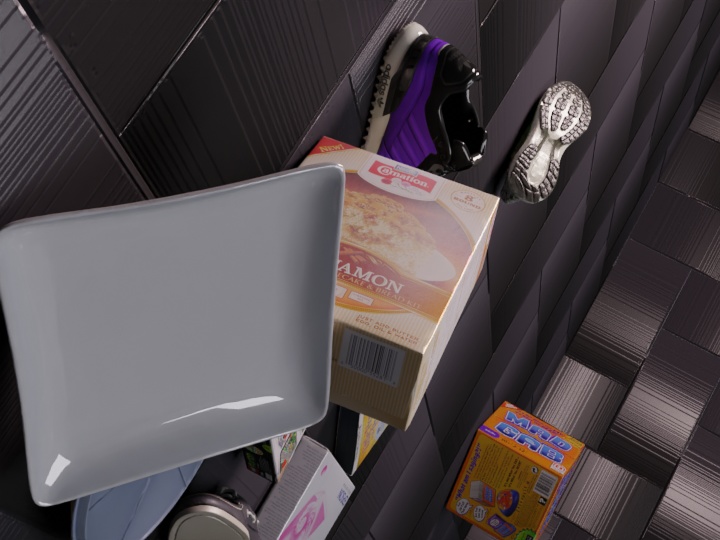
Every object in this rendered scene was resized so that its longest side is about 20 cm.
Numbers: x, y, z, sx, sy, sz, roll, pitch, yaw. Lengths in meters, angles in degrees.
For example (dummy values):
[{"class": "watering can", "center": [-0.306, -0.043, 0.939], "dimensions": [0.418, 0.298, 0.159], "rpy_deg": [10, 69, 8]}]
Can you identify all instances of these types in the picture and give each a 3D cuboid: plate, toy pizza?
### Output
[{"class": "plate", "center": [-0.107, 0.034, 0.633], "dimensions": [0.197, 0.032, 0.203], "rpy_deg": [-14, 129, -24]}, {"class": "toy pizza", "center": [-0.148, 0.112, 0.766], "dimensions": [0.202, 0.031, 0.201], "rpy_deg": [-58, 164, -27]}]

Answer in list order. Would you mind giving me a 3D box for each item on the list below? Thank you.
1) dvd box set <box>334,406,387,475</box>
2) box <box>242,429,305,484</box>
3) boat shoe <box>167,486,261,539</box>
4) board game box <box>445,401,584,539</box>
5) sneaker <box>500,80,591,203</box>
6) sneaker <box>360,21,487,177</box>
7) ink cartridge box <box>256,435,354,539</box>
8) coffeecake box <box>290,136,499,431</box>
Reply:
[{"class": "dvd box set", "center": [0.035, 0.136, 1.316], "dimensions": [0.200, 0.029, 0.148], "rpy_deg": [-50, 158, -37]}, {"class": "box", "center": [-0.066, 0.102, 0.931], "dimensions": [0.201, 0.034, 0.111], "rpy_deg": [93, 22, -62]}, {"class": "boat shoe", "center": [-0.131, 0.233, 0.981], "dimensions": [0.201, 0.071, 0.064], "rpy_deg": [72, 5, -59]}, {"class": "board game box", "center": [0.330, 0.437, 2.285], "dimensions": [0.199, 0.198, 0.203], "rpy_deg": [-25, 138, -63]}, {"class": "sneaker", "center": [0.235, -0.169, 1.432], "dimensions": [0.201, 0.077, 0.088], "rpy_deg": [-57, -168, -23]}, {"class": "sneaker", "center": [0.057, -0.102, 0.928], "dimensions": [0.069, 0.099, 0.202], "rpy_deg": [-41, 152, -43]}, {"class": "ink cartridge box", "center": [-0.083, 0.302, 1.206], "dimensions": [0.202, 0.043, 0.197], "rpy_deg": [-60, 162, -15]}, {"class": "coffeecake box", "center": [0.000, 0.000, 0.778], "dimensions": [0.201, 0.151, 0.074], "rpy_deg": [-58, 163, -50]}]
